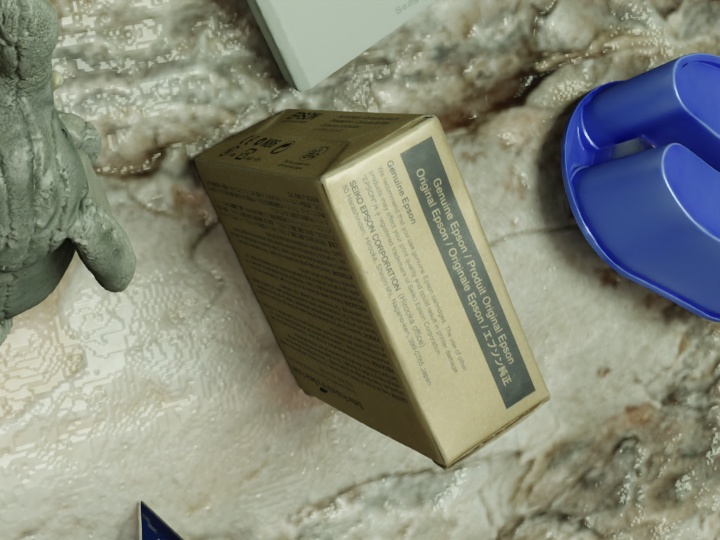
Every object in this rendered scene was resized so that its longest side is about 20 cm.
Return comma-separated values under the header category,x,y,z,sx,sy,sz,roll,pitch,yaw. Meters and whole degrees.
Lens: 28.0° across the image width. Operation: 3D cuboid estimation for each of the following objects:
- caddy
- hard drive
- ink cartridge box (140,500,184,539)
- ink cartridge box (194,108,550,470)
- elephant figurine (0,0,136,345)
category,x,y,z,sx,sy,sz,roll,pitch,yaw
caddy,0.221,-0.051,0.944,0.200,0.105,0.142,26,61,-26
hard drive,-0.019,-0.208,0.788,0.132,0.026,0.200,-36,136,-9
ink cartridge box,-0.122,0.240,0.817,0.039,0.099,0.200,-4,98,-24
ink cartridge box,0.000,0.000,0.788,0.075,0.200,0.165,-31,109,-18
elephant figurine,-0.176,-0.035,0.700,0.155,0.200,0.142,45,77,-23
